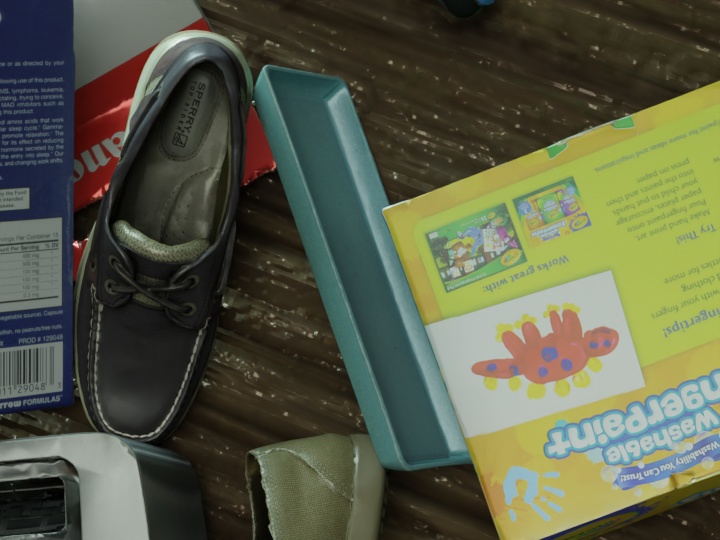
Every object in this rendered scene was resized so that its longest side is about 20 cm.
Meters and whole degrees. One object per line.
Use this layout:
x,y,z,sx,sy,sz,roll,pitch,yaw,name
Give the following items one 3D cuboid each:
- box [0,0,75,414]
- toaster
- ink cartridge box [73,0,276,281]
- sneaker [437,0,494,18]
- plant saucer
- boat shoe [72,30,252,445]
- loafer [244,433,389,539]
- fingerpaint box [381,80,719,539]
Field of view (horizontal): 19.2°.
-0.188,-0.031,0.969,0.032,0.121,0.201,17,107,52,box
-0.152,0.170,0.952,0.199,0.119,0.181,-5,79,8,toaster
-0.155,-0.102,1.034,0.161,0.050,0.200,-29,74,3,ink cartridge box
-0.019,-0.174,1.030,0.199,0.071,0.083,32,99,14,sneaker
0.000,0.000,0.990,0.019,0.070,0.200,-26,75,29,plant saucer
-0.093,-0.012,0.987,0.072,0.065,0.201,15,96,-3,boat shoe
-0.034,0.164,0.942,0.067,0.076,0.200,12,60,-6,loafer
0.133,0.019,0.959,0.200,0.073,0.167,-22,76,5,fingerpaint box
